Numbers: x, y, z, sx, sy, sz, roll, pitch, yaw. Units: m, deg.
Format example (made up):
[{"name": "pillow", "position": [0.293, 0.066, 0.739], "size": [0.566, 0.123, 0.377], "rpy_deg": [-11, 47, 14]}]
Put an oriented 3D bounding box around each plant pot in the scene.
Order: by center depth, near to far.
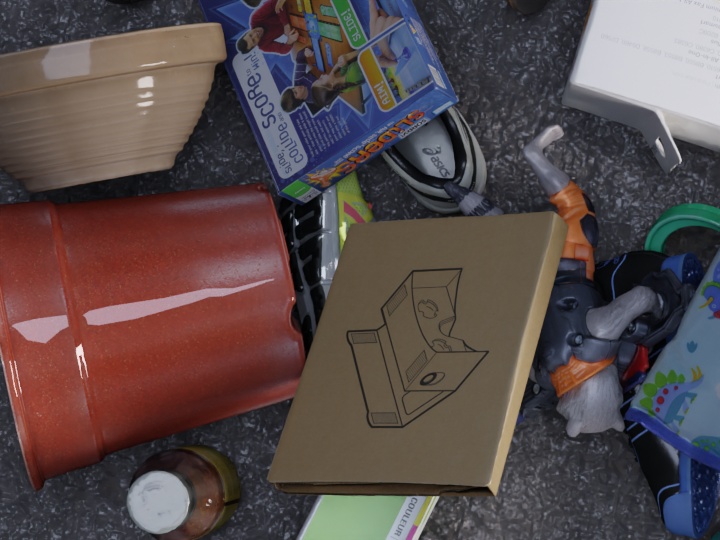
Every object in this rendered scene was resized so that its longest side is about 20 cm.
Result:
[{"name": "plant pot", "position": [-0.184, -0.105, 1.632], "size": [0.201, 0.201, 0.093], "rpy_deg": [-10, 92, 2]}, {"name": "plant pot", "position": [-0.143, 0.031, 1.633], "size": [0.195, 0.201, 0.201], "rpy_deg": [-11, 86, -5]}]

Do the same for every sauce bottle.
[{"name": "sauce bottle", "position": [-0.120, 0.148, 1.613], "size": [0.066, 0.200, 0.066], "rpy_deg": [0, 85, 4]}]

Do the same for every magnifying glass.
[{"name": "magnifying glass", "position": [0.280, 0.030, 1.672], "size": [0.200, 0.022, 0.080], "rpy_deg": [40, 133, -5]}]

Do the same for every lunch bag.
[{"name": "lunch bag", "position": [0.281, 0.057, 1.571], "size": [0.127, 0.200, 0.170], "rpy_deg": [32, 97, 32]}]

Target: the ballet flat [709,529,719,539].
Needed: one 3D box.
[{"name": "ballet flat", "position": [0.218, 0.244, 1.660], "size": [0.200, 0.074, 0.074], "rpy_deg": [-35, 86, 4]}]

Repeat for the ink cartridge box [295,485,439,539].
[{"name": "ink cartridge box", "position": [-0.001, 0.175, 1.605], "size": [0.076, 0.200, 0.148], "rpy_deg": [27, 88, 4]}]

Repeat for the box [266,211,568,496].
[{"name": "box", "position": [0.038, 0.053, 1.553], "size": [0.163, 0.021, 0.200], "rpy_deg": [-3, 55, 33]}]

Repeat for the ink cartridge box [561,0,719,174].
[{"name": "ink cartridge box", "position": [0.219, -0.171, 1.647], "size": [0.125, 0.129, 0.200], "rpy_deg": [18, 87, 4]}]

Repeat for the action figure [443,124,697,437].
[{"name": "action figure", "position": [0.118, 0.032, 1.624], "size": [0.200, 0.105, 0.194], "rpy_deg": [-46, 56, 38]}]

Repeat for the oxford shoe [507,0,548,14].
[{"name": "oxford shoe", "position": [0.124, -0.279, 1.700], "size": [0.071, 0.071, 0.200], "rpy_deg": [12, 89, 33]}]

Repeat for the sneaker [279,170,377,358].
[{"name": "sneaker", "position": [0.000, 0.000, 1.686], "size": [0.090, 0.078, 0.200], "rpy_deg": [-3, 80, -24]}]

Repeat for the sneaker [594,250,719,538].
[{"name": "sneaker", "position": [0.201, 0.085, 1.672], "size": [0.078, 0.070, 0.200], "rpy_deg": [-2, 95, 29]}]

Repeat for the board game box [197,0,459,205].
[{"name": "board game box", "position": [-0.031, -0.163, 1.652], "size": [0.135, 0.034, 0.200], "rpy_deg": [-32, 63, 20]}]

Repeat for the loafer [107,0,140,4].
[{"name": "loafer", "position": [-0.129, -0.276, 1.707], "size": [0.071, 0.073, 0.200], "rpy_deg": [35, 84, 15]}]

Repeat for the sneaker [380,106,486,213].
[{"name": "sneaker", "position": [0.021, -0.131, 1.677], "size": [0.076, 0.088, 0.200], "rpy_deg": [-39, 84, 2]}]
